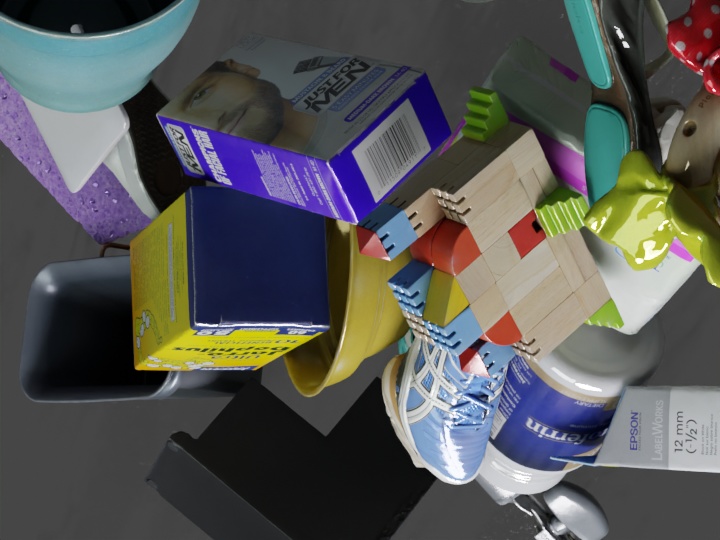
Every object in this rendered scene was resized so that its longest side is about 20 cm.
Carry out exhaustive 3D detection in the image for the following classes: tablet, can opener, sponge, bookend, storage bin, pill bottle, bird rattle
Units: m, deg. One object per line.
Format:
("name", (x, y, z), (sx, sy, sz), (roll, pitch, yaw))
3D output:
("tablet", (-0.252, -0.172, 1.696), (0.200, 0.014, 0.130), (62, 145, 10))
("can opener", (0.136, 0.166, 1.836), (0.067, 0.053, 0.200), (-36, 109, 19))
("sponge", (-0.253, -0.111, 1.830), (0.200, 0.030, 0.111), (48, 142, -18))
("bookend", (-0.044, 0.163, 1.848), (0.200, 0.199, 0.092), (38, 144, 3))
("storage bin", (-0.183, 0.053, 1.882), (0.200, 0.146, 0.134), (-5, 166, 41))
("pill bottle", (0.151, 0.089, 1.664), (0.116, 0.116, 0.200), (31, 145, 5))
("bird rattle", (0.235, -0.087, 1.376), (0.112, 0.201, 0.163), (18, -179, 41))

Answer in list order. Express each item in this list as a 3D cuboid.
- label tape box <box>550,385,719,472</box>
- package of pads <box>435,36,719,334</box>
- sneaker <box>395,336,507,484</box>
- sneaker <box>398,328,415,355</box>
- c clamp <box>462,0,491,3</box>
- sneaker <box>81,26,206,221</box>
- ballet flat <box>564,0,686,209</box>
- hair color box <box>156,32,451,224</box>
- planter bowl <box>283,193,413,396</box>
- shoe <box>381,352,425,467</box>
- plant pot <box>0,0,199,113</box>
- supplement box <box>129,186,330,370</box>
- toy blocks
("label tape box", (0.262, 0.116, 1.585), (0.199, 0.066, 0.143), (2, 178, 39))
("package of pads", (0.156, -0.055, 1.533), (0.200, 0.068, 0.155), (34, 144, 1))
("sneaker", (0.073, 0.071, 1.593), (0.077, 0.075, 0.201), (-138, 44, -63))
("sneaker", (0.062, 0.040, 1.709), (0.077, 0.080, 0.200), (28, 145, 9))
("c clamp", (0.032, -0.265, 1.424), (0.200, 0.027, 0.171), (36, 144, -2))
("sneaker", (-0.195, -0.118, 1.748), (0.085, 0.073, 0.200), (-1, 122, 48))
("ballet flat", (0.180, -0.119, 1.408), (0.068, 0.068, 0.201), (-135, 33, -62))
("hair color box", (-0.044, -0.107, 1.560), (0.200, 0.109, 0.065), (16, 142, 46))
("planter bowl", (0.000, 0.000, 1.670), (0.083, 0.201, 0.201), (3, 149, -18))
("shoe", (0.047, 0.121, 1.718), (0.053, 0.070, 0.200), (6, 156, 22))
("plant pot", (-0.204, -0.214, 1.548), (0.200, 0.200, 0.188), (31, 158, 5))
("supplement box", (-0.106, 0.010, 1.679), (0.108, 0.110, 0.200), (1, 168, -19))
("toy blocks", (0.082, -0.002, 1.454), (0.100, 0.137, 0.200), (23, 148, 54))
